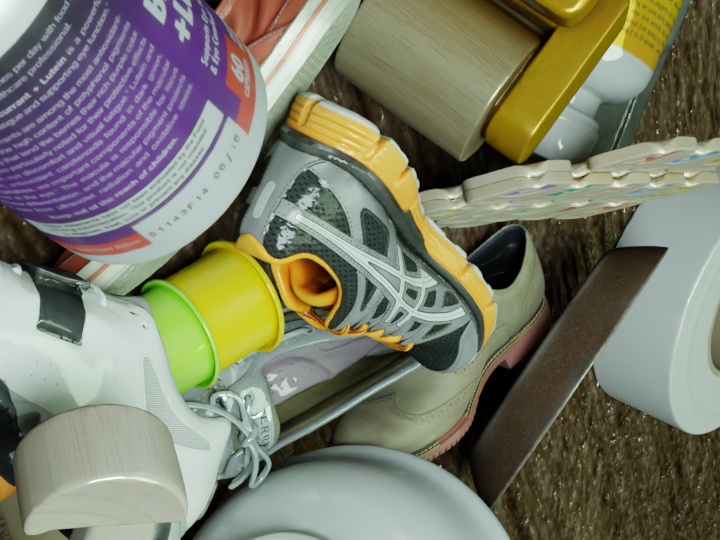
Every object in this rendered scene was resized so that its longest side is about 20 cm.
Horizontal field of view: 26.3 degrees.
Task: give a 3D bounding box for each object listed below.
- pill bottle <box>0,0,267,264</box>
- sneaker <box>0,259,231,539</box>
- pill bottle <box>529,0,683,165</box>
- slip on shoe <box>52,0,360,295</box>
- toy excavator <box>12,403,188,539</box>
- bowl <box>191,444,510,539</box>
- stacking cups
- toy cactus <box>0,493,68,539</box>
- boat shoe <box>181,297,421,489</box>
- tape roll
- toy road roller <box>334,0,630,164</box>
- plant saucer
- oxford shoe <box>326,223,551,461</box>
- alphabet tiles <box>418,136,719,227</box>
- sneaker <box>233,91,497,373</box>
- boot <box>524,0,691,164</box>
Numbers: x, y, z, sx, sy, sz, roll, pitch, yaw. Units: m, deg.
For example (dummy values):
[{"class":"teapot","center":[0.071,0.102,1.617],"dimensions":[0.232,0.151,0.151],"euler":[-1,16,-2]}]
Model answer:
[{"class":"pill bottle","center":[-0.126,-0.090,0.550],"dimensions":[0.112,0.111,0.200],"euler":[-59,145,-8]},{"class":"sneaker","center":[-0.132,0.029,0.622],"dimensions":[0.200,0.074,0.089],"euler":[48,51,-23]},{"class":"pill bottle","center":[0.118,-0.158,0.822],"dimensions":[0.113,0.113,0.200],"euler":[18,96,-54]},{"class":"slip on shoe","center":[-0.081,-0.059,0.678],"dimensions":[0.200,0.061,0.074],"euler":[-53,177,3]},{"class":"toy excavator","center":[-0.147,0.145,0.597],"dimensions":[0.200,0.100,0.195],"euler":[-20,136,-4]},{"class":"bowl","center":[-0.022,0.180,0.760],"dimensions":[0.201,0.201,0.090],"euler":[-63,155,-3]},{"class":"stacking cups","center":[-0.129,0.052,0.688],"dimensions":[0.200,0.060,0.061],"euler":[-29,132,-32]},{"class":"toy cactus","center":[-0.128,0.175,0.698],"dimensions":[0.102,0.200,0.165],"euler":[-27,91,-34]},{"class":"boat shoe","center":[-0.040,0.059,0.790],"dimensions":[0.202,0.065,0.075],"euler":[-27,130,-41]},{"class":"tape roll","center":[0.256,0.018,1.141],"dimensions":[0.202,0.071,0.203],"euler":[-30,132,-40]},{"class":"toy road roller","center":[0.070,-0.157,0.696],"dimensions":[0.200,0.123,0.146],"euler":[-55,172,3]},{"class":"plant saucer","center":[0.124,0.061,0.970],"dimensions":[0.200,0.034,0.200],"euler":[-55,173,-10]},{"class":"oxford shoe","center":[0.041,0.043,0.889],"dimensions":[0.200,0.070,0.075],"euler":[-45,138,-42]},{"class":"alphabet tiles","center":[0.107,-0.041,0.824],"dimensions":[0.200,0.195,0.015],"euler":[-4,82,-51]},{"class":"sneaker","center":[0.000,0.000,0.731],"dimensions":[0.077,0.078,0.200],"euler":[-55,140,-14]},{"class":"boot","center":[0.179,-0.142,0.946],"dimensions":[0.182,0.073,0.200],"euler":[10,96,-40]}]
